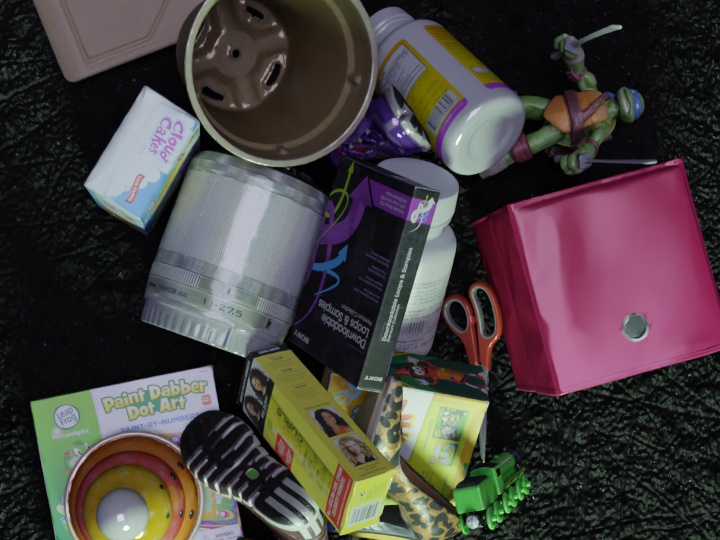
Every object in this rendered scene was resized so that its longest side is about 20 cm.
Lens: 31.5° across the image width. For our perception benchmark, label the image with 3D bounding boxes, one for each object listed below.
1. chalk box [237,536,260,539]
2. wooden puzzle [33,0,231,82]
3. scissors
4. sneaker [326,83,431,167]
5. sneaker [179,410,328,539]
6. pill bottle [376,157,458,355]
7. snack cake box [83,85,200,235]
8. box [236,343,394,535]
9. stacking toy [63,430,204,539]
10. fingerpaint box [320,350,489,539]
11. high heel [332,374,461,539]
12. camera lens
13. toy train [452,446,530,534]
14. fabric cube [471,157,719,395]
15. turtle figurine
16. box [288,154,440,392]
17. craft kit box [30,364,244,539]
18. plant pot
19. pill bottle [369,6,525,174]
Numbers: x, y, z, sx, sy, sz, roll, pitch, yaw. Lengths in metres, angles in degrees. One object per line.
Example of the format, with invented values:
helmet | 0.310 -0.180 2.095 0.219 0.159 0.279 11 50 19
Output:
chalk box | -0.069 0.391 1.329 0.123 0.124 0.201 11 84 -29
wooden puzzle | -0.265 -0.325 1.412 0.199 0.037 0.186 -22 90 -3
scissors | 0.139 0.113 1.421 0.073 0.014 0.201 -14 88 33
sneaker | 0.011 -0.137 1.347 0.083 0.200 0.081 -37 99 -14
sneaker | -0.105 0.232 1.322 0.076 0.200 0.116 -41 137 -17
pill bottle | 0.039 -0.010 1.342 0.114 0.115 0.201 8 121 -6
snack cake box | -0.221 -0.108 1.318 0.067 0.200 0.115 32 84 -4
box | -0.047 0.161 1.247 0.050 0.200 0.075 -12 132 -35
stacking toy | -0.227 0.237 1.256 0.145 0.200 0.147 0 87 -6
fingerpaint box | 0.029 0.185 1.350 0.166 0.073 0.201 10 118 -6
high heel | 0.059 0.189 1.277 0.142 0.072 0.201 8 121 -12
camera lens | -0.129 -0.018 1.344 0.159 0.160 0.201 20 85 -5
toy train | 0.140 0.229 1.350 0.042 0.200 0.057 -14 89 20
fabric cube | 0.252 0.010 1.367 0.195 0.200 0.200 -14 88 -6
turtle figurine | 0.208 -0.177 1.383 0.193 0.200 0.145 -14 103 12
box | 0.000 0.000 1.244 0.036 0.143 0.201 8 101 -34
craft kit box | -0.238 0.217 1.378 0.199 0.049 0.198 -11 85 -7
plant pot | -0.108 -0.222 1.330 0.200 0.183 0.201 -6 105 -21
pill bottle | 0.079 -0.200 1.373 0.104 0.104 0.200 -36 58 -7
